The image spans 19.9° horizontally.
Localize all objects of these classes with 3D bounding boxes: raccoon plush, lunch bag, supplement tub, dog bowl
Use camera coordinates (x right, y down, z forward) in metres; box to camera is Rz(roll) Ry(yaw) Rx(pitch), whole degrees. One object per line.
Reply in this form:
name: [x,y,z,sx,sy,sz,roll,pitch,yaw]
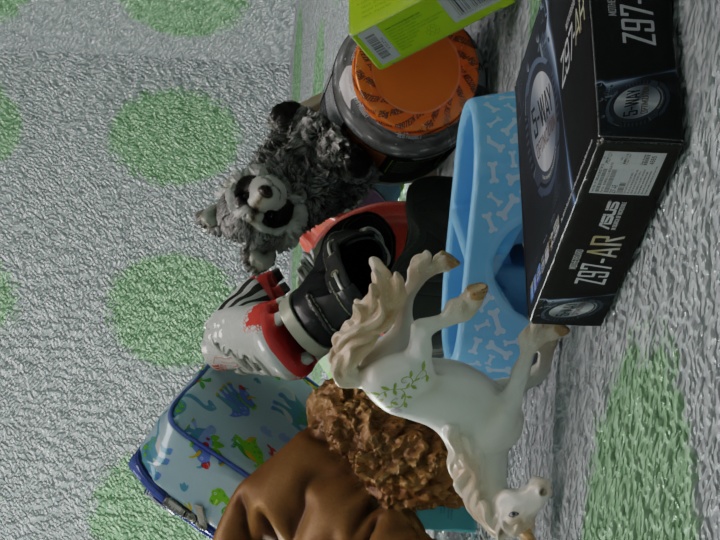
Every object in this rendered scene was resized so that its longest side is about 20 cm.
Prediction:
raccoon plush: [-0.051,-0.042,1.649,0.134,0.097,0.200,-51,-27,-9]
lunch bag: [-0.081,0.148,1.639,0.082,0.161,0.200,-56,-2,24]
supplement tub: [0.033,-0.141,1.650,0.200,0.122,0.123,134,138,-81]
dog bowl: [0.087,-0.022,1.333,0.111,0.050,0.200,-101,15,-68]

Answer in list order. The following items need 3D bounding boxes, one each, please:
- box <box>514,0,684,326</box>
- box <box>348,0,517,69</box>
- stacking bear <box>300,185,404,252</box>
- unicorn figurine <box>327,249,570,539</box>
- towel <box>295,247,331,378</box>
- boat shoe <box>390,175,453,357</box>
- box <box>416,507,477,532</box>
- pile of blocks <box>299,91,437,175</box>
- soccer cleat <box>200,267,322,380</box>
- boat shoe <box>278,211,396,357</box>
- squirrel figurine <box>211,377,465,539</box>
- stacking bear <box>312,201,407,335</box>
box: [0.123,-0.085,1.091,0.200,0.044,0.160,102,168,-62]
box: [0.051,-0.253,1.547,0.048,0.122,0.200,46,-151,-38]
stacking bear: [-0.001,-0.121,1.976,0.114,0.121,0.200,0,60,48]
unicorn figurine: [0.067,0.078,1.244,0.137,0.200,0.074,-59,5,9]
towel: [-0.017,0.072,1.698,0.149,0.031,0.200,61,168,10]
boat shoe: [0.059,0.006,1.599,0.202,0.074,0.065,-88,-2,-52]
box: [0.058,0.145,1.641,0.200,0.049,0.082,-125,37,-82]
pile of blocks: [0.022,-0.117,1.814,0.200,0.062,0.082,1,-67,-55]
soccer cleat: [-0.082,0.054,1.585,0.069,0.085,0.200,56,-177,-16]
boat shoe: [0.000,0.000,1.569,0.068,0.072,0.200,-42,6,24]
squirrel figurine: [0.017,0.174,1.460,0.187,0.141,0.200,29,99,53]
stacking bear: [0.008,0.024,1.886,0.200,0.114,0.122,95,176,-74]
